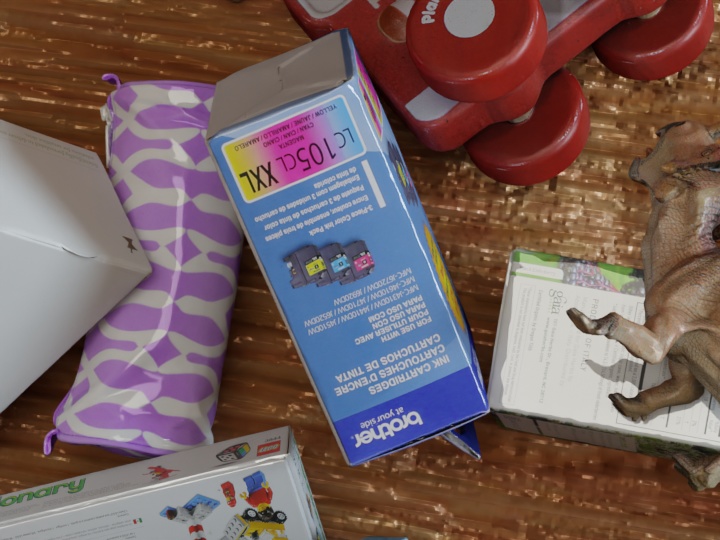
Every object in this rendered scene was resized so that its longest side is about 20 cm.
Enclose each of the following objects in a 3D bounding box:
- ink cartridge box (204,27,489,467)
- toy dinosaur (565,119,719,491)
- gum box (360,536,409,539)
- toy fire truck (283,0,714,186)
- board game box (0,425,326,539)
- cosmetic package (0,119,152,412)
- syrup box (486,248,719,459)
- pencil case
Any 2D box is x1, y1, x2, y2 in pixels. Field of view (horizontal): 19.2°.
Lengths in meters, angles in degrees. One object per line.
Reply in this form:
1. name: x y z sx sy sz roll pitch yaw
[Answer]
1. ink cartridge box: 0.000 0.000 1.003 0.076 0.137 0.201 -20 106 5
2. toy dinosaur: 0.179 0.024 0.942 0.135 0.086 0.200 -43 82 -8
3. gum box: -0.040 0.237 0.965 0.199 0.045 0.171 -23 96 -28
4. toy fire truck: 0.074 -0.155 1.064 0.200 0.112 0.168 -40 58 0
5. board game box: -0.112 0.159 1.035 0.199 0.035 0.127 -14 111 6
6. cosmetic package: -0.211 0.022 1.030 0.200 0.107 0.085 -42 57 20
7. syrup box: 0.165 0.050 1.019 0.199 0.079 0.082 9 81 11
8. pencil case: -0.102 -0.002 1.067 0.085 0.084 0.201 8 81 -7
